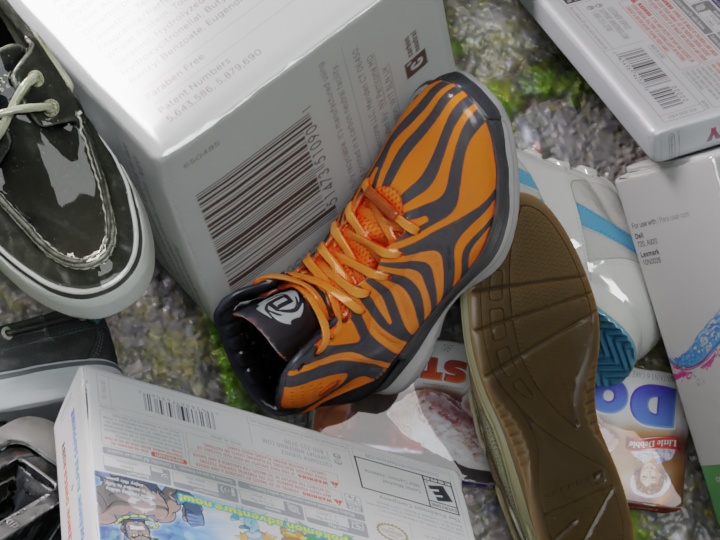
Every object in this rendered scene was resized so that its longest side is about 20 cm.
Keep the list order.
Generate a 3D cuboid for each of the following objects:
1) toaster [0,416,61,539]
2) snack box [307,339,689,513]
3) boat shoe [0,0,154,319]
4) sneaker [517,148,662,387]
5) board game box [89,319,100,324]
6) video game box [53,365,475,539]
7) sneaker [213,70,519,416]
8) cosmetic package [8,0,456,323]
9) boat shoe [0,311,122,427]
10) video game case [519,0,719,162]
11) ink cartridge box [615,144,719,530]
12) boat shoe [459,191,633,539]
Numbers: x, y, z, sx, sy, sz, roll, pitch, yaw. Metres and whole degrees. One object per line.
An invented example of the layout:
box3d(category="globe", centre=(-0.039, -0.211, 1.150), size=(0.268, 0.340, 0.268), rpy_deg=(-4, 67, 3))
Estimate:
box3d(category="toaster", centre=(-0.139, 0.177, 1.088), size=(0.180, 0.200, 0.119), rpy_deg=(35, 117, 15))
box3d(category="snack box", centre=(0.073, 0.078, 1.267), size=(0.198, 0.024, 0.073), rpy_deg=(8, 77, -6))
box3d(category="boat shoe", centre=(-0.158, -0.067, 1.057), size=(0.070, 0.064, 0.201), rpy_deg=(-33, 70, -9))
box3d(category="sneaker", centre=(0.082, -0.028, 1.276), size=(0.200, 0.077, 0.081), rpy_deg=(43, 52, 7))
box3d(category="board game box", centre=(-0.209, -0.065, 1.174), size=(0.199, 0.151, 0.047), rpy_deg=(29, 73, 13))
box3d(category="video game box", centre=(-0.034, 0.135, 1.073), size=(0.199, 0.183, 0.047), rpy_deg=(17, 117, -20))
box3d(category="sneaker", centre=(0.000, 0.000, 1.140), size=(0.112, 0.201, 0.078), rpy_deg=(-18, 51, -40))
box3d(category="cosmetic package", centre=(-0.074, -0.114, 1.186), size=(0.165, 0.165, 0.200), rpy_deg=(-37, 61, -13))
box3d(category="boat shoe", centre=(-0.218, 0.056, 1.215), size=(0.198, 0.069, 0.057), rpy_deg=(-6, 70, -15))
box3d(category="video game case", centre=(0.194, -0.136, 1.271), size=(0.181, 0.023, 0.200), rpy_deg=(-17, 36, -11))
box3d(category="ink cartridge box", centre=(0.233, 0.022, 1.233), size=(0.144, 0.084, 0.202), rpy_deg=(-19, 93, -30))
box3d(category="boat shoe", centre=(0.084, 0.061, 1.216), size=(0.072, 0.065, 0.202), rpy_deg=(-16, 95, -21))
